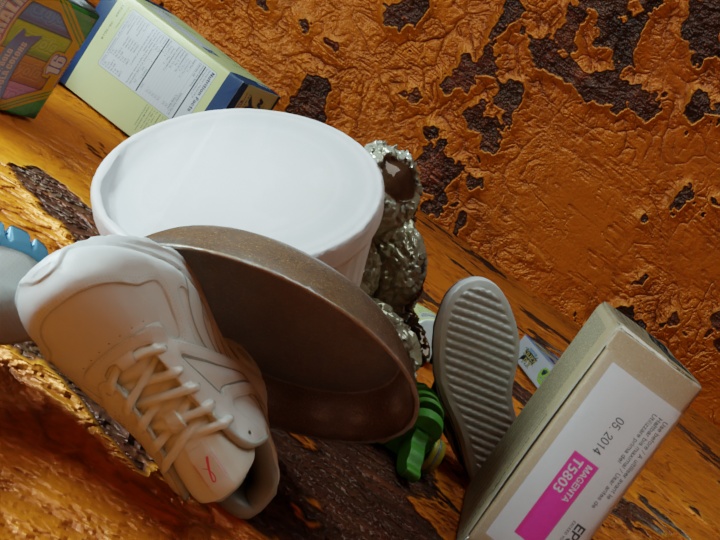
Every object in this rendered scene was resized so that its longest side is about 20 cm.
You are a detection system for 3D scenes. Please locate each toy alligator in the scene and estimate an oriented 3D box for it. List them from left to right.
[{"bbox_3d":[0.042,0.115,0.863,0.059,0.055,0.200,35,9,-11],"label":"toy alligator"}]

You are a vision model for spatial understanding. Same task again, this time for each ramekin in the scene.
[{"bbox_3d":[-0.084,-0.025,0.714,0.199,0.095,0.204,2,38,-2],"label":"ramekin"}]

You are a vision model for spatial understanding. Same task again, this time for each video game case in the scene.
[{"bbox_3d":[0.351,0.203,1.624,0.199,0.046,0.182,34,11,-20],"label":"video game case"}]

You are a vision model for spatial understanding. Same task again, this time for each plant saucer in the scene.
[{"bbox_3d":[-0.055,0.035,0.582,0.197,0.035,0.201,17,-30,10],"label":"plant saucer"}]

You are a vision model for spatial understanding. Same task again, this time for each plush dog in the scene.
[{"bbox_3d":[0.000,0.000,0.870,0.158,0.204,0.171,0,-1,32],"label":"plush dog"}]

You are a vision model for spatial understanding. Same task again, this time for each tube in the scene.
[{"bbox_3d":[0.080,0.072,1.268,0.200,0.051,0.059,-87,165,-83],"label":"tube"}]

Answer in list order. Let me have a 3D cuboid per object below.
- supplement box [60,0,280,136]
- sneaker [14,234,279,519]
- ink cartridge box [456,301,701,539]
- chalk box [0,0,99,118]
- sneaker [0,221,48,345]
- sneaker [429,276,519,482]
[{"bbox_3d":[-0.233,-0.229,1.272,0.199,0.135,0.200,37,9,4],"label":"supplement box"},{"bbox_3d":[-0.088,0.060,0.498,0.100,0.077,0.200,57,4,39],"label":"sneaker"},{"bbox_3d":[0.158,0.131,0.766,0.075,0.201,0.165,35,10,4],"label":"ink cartridge box"},{"bbox_3d":[-0.350,-0.229,0.882,0.124,0.124,0.200,40,11,15],"label":"chalk box"},{"bbox_3d":[-0.202,0.018,0.435,0.199,0.075,0.087,22,35,-56],"label":"sneaker"},{"bbox_3d":[0.096,0.095,0.881,0.077,0.203,0.079,-12,19,-10],"label":"sneaker"}]
